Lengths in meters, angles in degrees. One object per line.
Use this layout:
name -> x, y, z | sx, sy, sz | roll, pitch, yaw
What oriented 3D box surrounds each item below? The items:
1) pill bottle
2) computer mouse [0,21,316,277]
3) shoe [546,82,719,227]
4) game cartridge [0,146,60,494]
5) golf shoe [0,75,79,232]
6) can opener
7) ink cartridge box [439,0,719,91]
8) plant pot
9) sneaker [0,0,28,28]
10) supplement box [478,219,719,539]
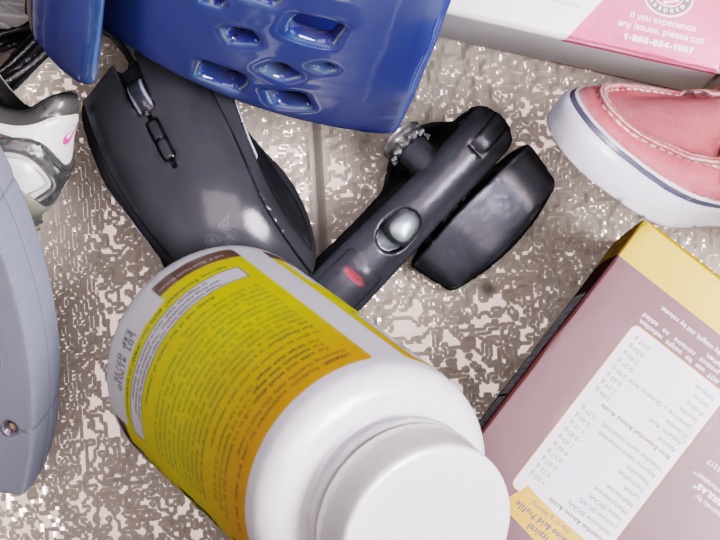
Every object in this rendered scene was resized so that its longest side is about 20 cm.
pill bottle -> -0.021, 0.070, 1.111 | 0.109, 0.200, 0.110 | -12, 116, -26
computer mouse -> -0.116, -0.052, 1.226 | 0.140, 0.046, 0.200 | -28, 75, 9
shoe -> 0.175, -0.066, 1.174 | 0.091, 0.200, 0.072 | -49, 48, 26
game cartridge -> -0.204, 0.011, 1.184 | 0.133, 0.041, 0.200 | 8, 127, 20
golf shoe -> -0.214, -0.090, 1.223 | 0.200, 0.073, 0.092 | 32, 105, 14
can opener -> 0.000, 0.000, 1.234 | 0.200, 0.063, 0.079 | -42, 87, -2
ink cartridge box -> 0.119, -0.198, 1.235 | 0.146, 0.083, 0.201 | 13, 87, 2
plant pot -> -0.053, -0.191, 1.152 | 0.179, 0.200, 0.201 | 3, 69, -6
sneaker -> -0.224, -0.203, 1.204 | 0.199, 0.079, 0.130 | 16, 71, -20
supplement box -> 0.138, 0.120, 1.190 | 0.197, 0.133, 0.200 | 38, 88, 3
